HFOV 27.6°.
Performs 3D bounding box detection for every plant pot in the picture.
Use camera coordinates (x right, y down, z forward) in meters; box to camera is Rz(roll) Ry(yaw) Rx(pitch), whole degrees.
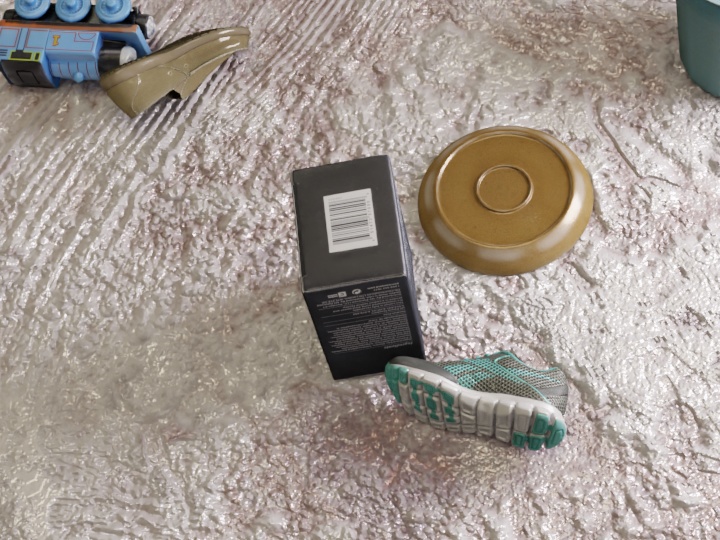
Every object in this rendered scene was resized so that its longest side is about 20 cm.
[{"bbox_3d":[0.437,-0.305,1.644,0.200,0.196,0.201,-4,59,7],"label":"plant pot"},{"bbox_3d":[0.163,-0.087,1.661,0.199,0.028,0.201,-4,60,6],"label":"plant pot"}]

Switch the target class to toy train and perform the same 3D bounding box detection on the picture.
[{"bbox_3d":[-0.356,-0.285,1.828,0.199,0.087,0.115,5,70,9],"label":"toy train"}]

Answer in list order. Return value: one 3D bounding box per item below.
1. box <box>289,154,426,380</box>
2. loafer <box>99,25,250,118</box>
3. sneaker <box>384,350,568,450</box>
[{"bbox_3d":[0.000,0.000,1.535,0.107,0.200,0.149,-10,58,4],"label":"box"},{"bbox_3d":[-0.220,-0.244,1.789,0.200,0.068,0.076,-25,16,-19],"label":"loafer"},{"bbox_3d":[0.125,0.121,1.532,0.199,0.078,0.091,16,48,13],"label":"sneaker"}]
